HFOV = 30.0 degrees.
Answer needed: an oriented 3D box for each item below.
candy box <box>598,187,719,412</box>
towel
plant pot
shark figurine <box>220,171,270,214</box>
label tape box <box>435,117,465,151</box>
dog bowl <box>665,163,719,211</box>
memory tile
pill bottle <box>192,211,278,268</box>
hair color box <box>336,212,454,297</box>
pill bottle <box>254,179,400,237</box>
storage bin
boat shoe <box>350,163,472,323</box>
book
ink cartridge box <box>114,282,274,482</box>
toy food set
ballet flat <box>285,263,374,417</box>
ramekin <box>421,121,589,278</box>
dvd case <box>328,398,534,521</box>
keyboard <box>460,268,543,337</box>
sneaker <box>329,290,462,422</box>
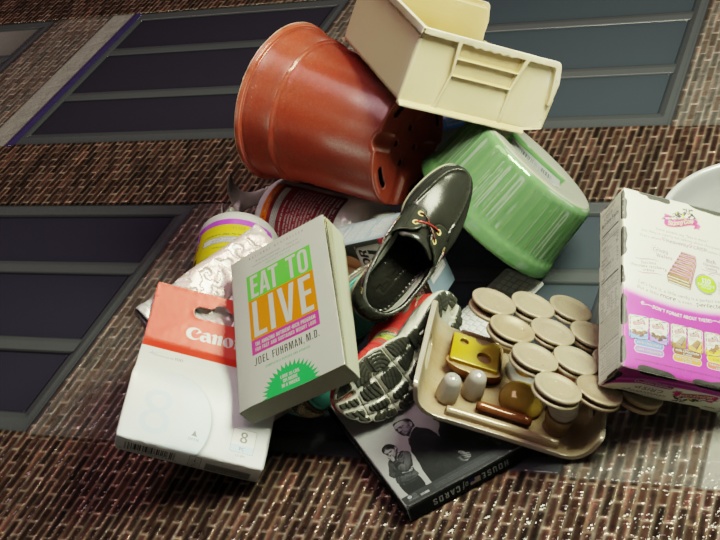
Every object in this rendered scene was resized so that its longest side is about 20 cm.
[{"bbox_3d":[0.312,0.029,1.359,0.135,0.061,0.202,13,63,-13],"label":"candy box"},{"bbox_3d":[-0.129,0.071,1.527,0.190,0.032,0.201,-34,81,-25],"label":"towel"},{"bbox_3d":[-0.017,-0.177,1.630,0.194,0.202,0.201,24,49,31],"label":"plant pot"},{"bbox_3d":[-0.154,-0.044,1.800,0.088,0.130,0.215,12,17,-2],"label":"shark figurine"},{"bbox_3d":[0.120,-0.167,1.722,0.142,0.202,0.064,-12,33,7],"label":"label tape box"},{"bbox_3d":[0.440,-0.041,1.512,0.198,0.079,0.201,-11,33,7],"label":"dog bowl"},{"bbox_3d":[0.207,0.082,1.381,0.152,0.017,0.201,5,31,-27],"label":"memory tile"},{"bbox_3d":[-0.158,0.034,1.622,0.103,0.105,0.202,-7,48,14],"label":"pill bottle"},{"bbox_3d":[0.000,0.000,1.580,0.198,0.100,0.061,-11,25,34],"label":"hair color box"},{"bbox_3d":[-0.031,-0.047,1.693,0.199,0.114,0.113,15,44,39],"label":"pill bottle"},{"bbox_3d":[0.105,-0.253,1.550,0.196,0.095,0.200,9,26,-27],"label":"storage bin"},{"bbox_3d":[0.064,-0.031,1.458,0.202,0.073,0.063,-54,9,-11],"label":"boat shoe"},{"bbox_3d":[-0.074,0.053,1.445,0.133,0.048,0.202,-25,48,18],"label":"book"},{"bbox_3d":[-0.165,0.112,1.450,0.158,0.047,0.202,14,64,-7],"label":"ink cartridge box"},{"bbox_3d":[0.157,0.104,1.381,0.198,0.061,0.144,18,37,0],"label":"toy food set"},{"bbox_3d":[-0.035,0.075,1.494,0.075,0.068,0.201,-11,44,51],"label":"ballet flat"},{"bbox_3d":[0.176,-0.096,1.579,0.098,0.199,0.201,-47,28,19],"label":"ramekin"},{"bbox_3d":[0.069,0.164,1.418,0.149,0.025,0.200,-26,36,-13],"label":"dvd case"},{"bbox_3d":[0.134,0.062,1.556,0.056,0.011,0.200,17,46,40],"label":"keyboard"},{"bbox_3d":[0.031,0.095,1.459,0.084,0.078,0.200,-4,29,50],"label":"sneaker"}]
